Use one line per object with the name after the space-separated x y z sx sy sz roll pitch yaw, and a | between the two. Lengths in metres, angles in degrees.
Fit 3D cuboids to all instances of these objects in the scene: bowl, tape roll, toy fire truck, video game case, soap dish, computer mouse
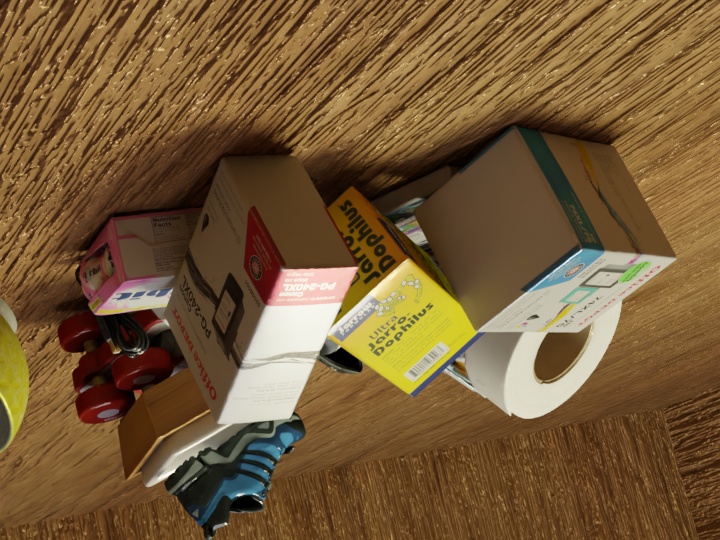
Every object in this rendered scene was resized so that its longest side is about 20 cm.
-0.396 0.073 1.527 0.199 0.200 0.108 -28 -157 48 | bowl
0.213 0.070 1.825 0.202 0.071 0.204 -31 140 -30 | tape roll
-0.228 0.086 1.733 0.167 0.113 0.200 1 151 -42 | toy fire truck
0.073 -0.063 1.679 0.199 0.023 0.181 -23 164 37 | video game case
-0.165 0.144 1.705 0.199 0.082 0.157 -28 170 -29 | soap dish
-0.186 0.016 1.615 0.199 0.110 0.044 -18 162 -34 | computer mouse

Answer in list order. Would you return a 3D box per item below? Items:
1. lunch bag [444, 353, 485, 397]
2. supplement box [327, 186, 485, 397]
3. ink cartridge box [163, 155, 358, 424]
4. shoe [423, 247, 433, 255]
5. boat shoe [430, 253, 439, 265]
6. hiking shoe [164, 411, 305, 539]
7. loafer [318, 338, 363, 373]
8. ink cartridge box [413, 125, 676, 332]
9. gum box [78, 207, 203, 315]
0.143 0.076 1.969 0.198 0.129 0.169 -4 -159 -31 | lunch bag
0.023 0.025 1.542 0.109 0.109 0.200 -42 146 6 | supplement box
-0.094 0.020 1.413 0.083 0.146 0.201 -3 135 -33 | ink cartridge box
0.124 0.005 1.852 0.198 0.092 0.071 -10 166 -17 | shoe
0.126 -0.005 1.773 0.199 0.065 0.073 -38 114 25 | boat shoe
-0.126 0.223 1.719 0.199 0.087 0.074 -26 169 -44 | hiking shoe
-0.041 0.054 1.688 0.068 0.070 0.201 -47 150 -9 | loafer
0.187 -0.036 1.571 0.146 0.147 0.199 -40 155 30 | ink cartridge box
-0.170 -0.012 1.537 0.198 0.067 0.113 -7 165 -27 | gum box
